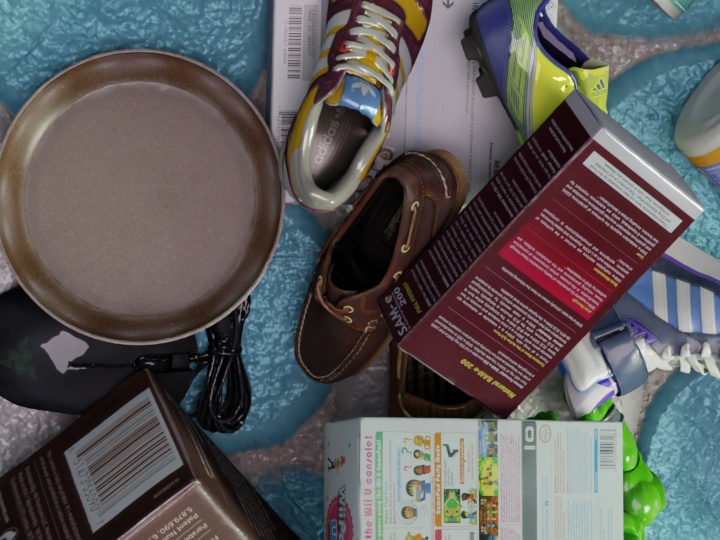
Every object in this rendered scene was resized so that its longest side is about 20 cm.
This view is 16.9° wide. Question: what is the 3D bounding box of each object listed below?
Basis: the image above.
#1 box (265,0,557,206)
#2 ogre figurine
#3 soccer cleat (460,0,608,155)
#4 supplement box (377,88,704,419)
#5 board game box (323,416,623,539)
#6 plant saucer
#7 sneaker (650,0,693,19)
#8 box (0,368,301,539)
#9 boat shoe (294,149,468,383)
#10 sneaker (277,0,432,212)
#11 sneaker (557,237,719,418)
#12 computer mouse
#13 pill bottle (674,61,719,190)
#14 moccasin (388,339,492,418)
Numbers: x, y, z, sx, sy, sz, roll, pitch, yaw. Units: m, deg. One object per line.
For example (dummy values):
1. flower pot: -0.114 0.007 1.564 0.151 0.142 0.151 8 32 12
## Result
1. box: 0.034 -0.124 1.683 0.198 0.041 0.157 0 104 -7
2. ogre figurine: 0.153 0.187 1.740 0.120 0.201 0.098 41 137 -25
3. soccer cleat: 0.141 -0.100 1.647 0.083 0.065 0.201 -24 107 13
4. supplement box: 0.119 -0.009 1.610 0.109 0.061 0.200 35 105 -31
5. board game box: 0.077 0.174 1.627 0.199 0.064 0.149 3 83 -25
6. plant saucer: -0.150 -0.049 1.654 0.199 0.032 0.202 0 86 -2
7. sneaker: 0.186 -0.269 1.654 0.080 0.071 0.201 -32 105 5
8. box: -0.136 0.213 1.654 0.164 0.166 0.200 -37 120 2
9. boat shoe: 0.000 0.000 1.661 0.070 0.070 0.201 39 122 19
10. sneaker: 0.004 -0.134 1.603 0.074 0.090 0.201 16 94 -11
11. sneaker: 0.213 0.061 1.690 0.199 0.081 0.147 33 76 19
12. computer mouse: -0.172 0.054 1.688 0.199 0.053 0.139 -1 105 -8
13. pill bottle: 0.325 -0.065 1.704 0.200 0.112 0.112 41 95 -15
14. moccasin: 0.060 0.090 1.719 0.073 0.078 0.203 -3 104 -10
